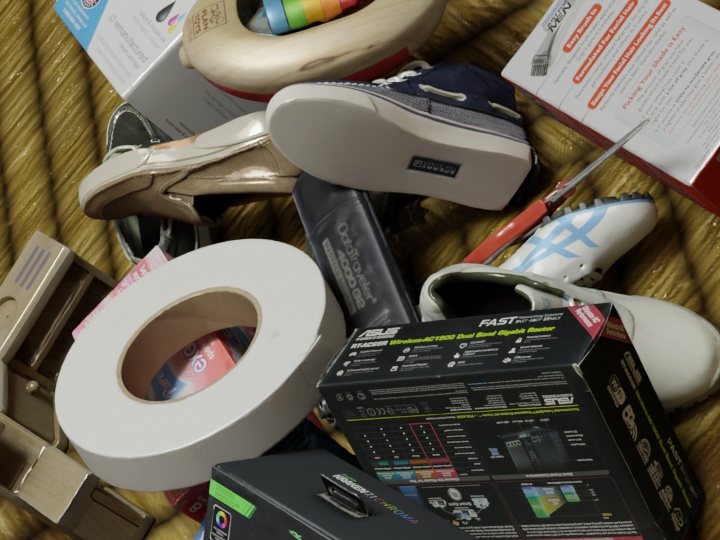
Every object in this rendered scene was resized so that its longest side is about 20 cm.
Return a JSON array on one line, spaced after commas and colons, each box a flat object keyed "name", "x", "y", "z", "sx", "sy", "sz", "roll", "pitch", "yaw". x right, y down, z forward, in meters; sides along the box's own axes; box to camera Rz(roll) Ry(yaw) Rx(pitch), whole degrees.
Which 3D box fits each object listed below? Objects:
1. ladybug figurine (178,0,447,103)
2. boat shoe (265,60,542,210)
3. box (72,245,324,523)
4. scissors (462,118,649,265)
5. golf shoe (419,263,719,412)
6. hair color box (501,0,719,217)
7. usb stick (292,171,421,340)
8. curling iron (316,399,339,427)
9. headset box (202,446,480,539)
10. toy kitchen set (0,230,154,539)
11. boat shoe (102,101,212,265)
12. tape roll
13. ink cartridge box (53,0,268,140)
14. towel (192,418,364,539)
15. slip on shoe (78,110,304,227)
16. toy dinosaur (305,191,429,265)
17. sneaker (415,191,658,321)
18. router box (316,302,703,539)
[{"name": "ladybug figurine", "x": -0.029, "y": -0.173, "z": 1.727, "sx": 0.199, "sy": 0.072, "sz": 0.136, "roll": -15, "pitch": 48, "yaw": 6}, {"name": "boat shoe", "x": 0.025, "y": -0.106, "z": 1.686, "sx": 0.075, "sy": 0.199, "sz": 0.093, "roll": -56, "pitch": 29, "yaw": 37}, {"name": "box", "x": -0.108, "y": 0.090, "z": 1.724, "sx": 0.095, "sy": 0.103, "sz": 0.200, "roll": -45, "pitch": 46, "yaw": 8}, {"name": "scissors", "x": 0.123, "y": -0.044, "z": 1.592, "sx": 0.073, "sy": 0.014, "sz": 0.200, "roll": -30, "pitch": -6, "yaw": -26}, {"name": "golf shoe", "x": 0.129, "y": 0.041, "z": 1.528, "sx": 0.199, "sy": 0.097, "sz": 0.079, "roll": 10, "pitch": 83, "yaw": 13}, {"name": "hair color box", "x": 0.199, "y": -0.125, "z": 1.633, "sx": 0.111, "sy": 0.064, "sz": 0.200, "roll": -54, "pitch": 45, "yaw": 1}, {"name": "usb stick", "x": 0.000, "y": 0.000, "z": 1.650, "sx": 0.055, "sy": 0.033, "sz": 0.201, "roll": -39, "pitch": 46, "yaw": 19}, {"name": "curling iron", "x": -0.050, "y": 0.044, "z": 1.755, "sx": 0.200, "sy": 0.025, "sz": 0.050, "roll": 52, "pitch": 138, "yaw": 49}, {"name": "headset box", "x": -0.017, "y": 0.222, "z": 1.512, "sx": 0.174, "sy": 0.092, "sz": 0.201, "roll": 27, "pitch": 114, "yaw": 45}, {"name": "toy kitchen set", "x": -0.233, "y": 0.075, "z": 1.792, "sx": 0.200, "sy": 0.163, "sz": 0.181, "roll": 26, "pitch": 82, "yaw": 45}, {"name": "boat shoe", "x": -0.165, "y": -0.069, "z": 1.895, "sx": 0.071, "sy": 0.064, "sz": 0.201, "roll": -37, "pitch": 46, "yaw": 15}, {"name": "tape roll", "x": -0.105, "y": 0.060, "z": 1.616, "sx": 0.202, "sy": 0.037, "sz": 0.203, "roll": -18, "pitch": 36, "yaw": 14}, {"name": "ink cartridge box", "x": -0.096, "y": -0.202, "z": 1.862, "sx": 0.200, "sy": 0.146, "sz": 0.147, "roll": -46, "pitch": 45, "yaw": 6}, {"name": "towel", "x": -0.067, "y": 0.195, "z": 1.618, "sx": 0.048, "sy": 0.112, "sz": 0.201, "roll": 28, "pitch": 84, "yaw": 40}, {"name": "slip on shoe", "x": -0.120, "y": -0.060, "z": 1.778, "sx": 0.199, "sy": 0.076, "sz": 0.061, "roll": -16, "pitch": 77, "yaw": 27}, {"name": "toy dinosaur", "x": -0.002, "y": -0.042, "z": 1.754, "sx": 0.102, "sy": 0.077, "sz": 0.201, "roll": -16, "pitch": 59, "yaw": 46}, {"name": "sneaker", "x": 0.116, "y": 0.017, "z": 1.617, "sx": 0.199, "sy": 0.072, "sz": 0.073, "roll": -34, "pitch": 69, "yaw": 15}, {"name": "router box", "x": 0.092, "y": 0.103, "z": 1.511, "sx": 0.199, "sy": 0.150, "sz": 0.062, "roll": -6, "pitch": 33, "yaw": 37}]
